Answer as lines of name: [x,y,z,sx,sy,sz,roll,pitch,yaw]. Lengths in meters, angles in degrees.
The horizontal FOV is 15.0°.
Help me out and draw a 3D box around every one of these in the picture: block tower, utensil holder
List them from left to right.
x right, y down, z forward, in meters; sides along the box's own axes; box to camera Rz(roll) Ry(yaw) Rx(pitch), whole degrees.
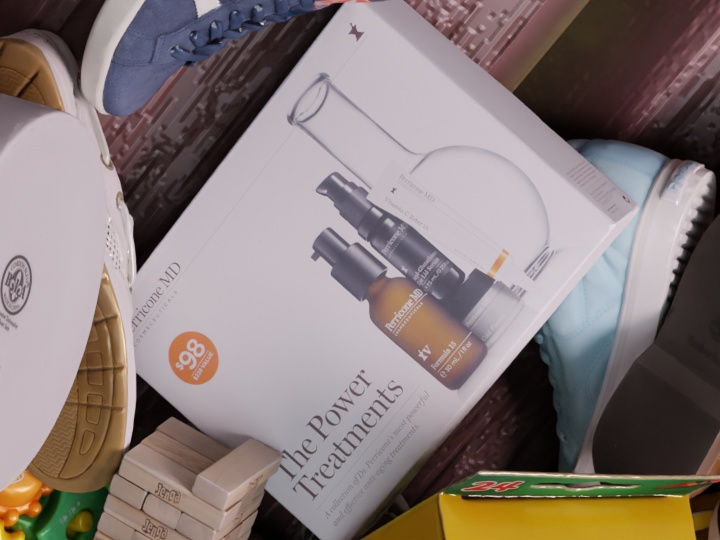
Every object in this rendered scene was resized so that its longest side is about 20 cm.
utensil holder: [-0.222,-0.009,1.090,0.199,0.170,0.171,13,120,16]
block tower: [-0.098,0.160,1.217,0.058,0.054,0.201,28,115,14]

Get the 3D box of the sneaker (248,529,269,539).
sneaker: [-0.103,0.205,1.320,0.075,0.071,0.200,35,111,-23]

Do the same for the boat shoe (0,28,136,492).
boat shoe: [-0.125,-0.006,1.183,0.070,0.069,0.201,-1,106,19]

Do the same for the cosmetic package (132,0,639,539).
cosmetic package: [0.000,0.000,1.194,0.151,0.052,0.200,41,110,8]

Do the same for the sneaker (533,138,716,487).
sneaker: [0.106,0.021,1.254,0.082,0.074,0.201,25,128,20]

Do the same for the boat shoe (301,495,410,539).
boat shoe: [0.033,0.190,1.333,0.072,0.060,0.202,-27,118,9]

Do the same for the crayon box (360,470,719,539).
crayon box: [0.059,0.136,1.182,0.126,0.051,0.200,2,158,-26]

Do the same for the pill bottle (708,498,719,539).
pill bottle: [0.223,0.105,1.196,0.112,0.113,0.200,20,125,-17]

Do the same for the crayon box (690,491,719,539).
crayon box: [0.135,0.182,1.317,0.125,0.052,0.201,-8,125,-35]

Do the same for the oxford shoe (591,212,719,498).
oxford shoe: [0.178,0.018,1.199,0.200,0.071,0.071,-53,155,20]

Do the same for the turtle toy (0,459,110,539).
turtle toy: [-0.197,0.127,1.247,0.199,0.101,0.146,-19,119,4]

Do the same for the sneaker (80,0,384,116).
sneaker: [-0.032,-0.123,1.128,0.085,0.075,0.200,45,109,6]
